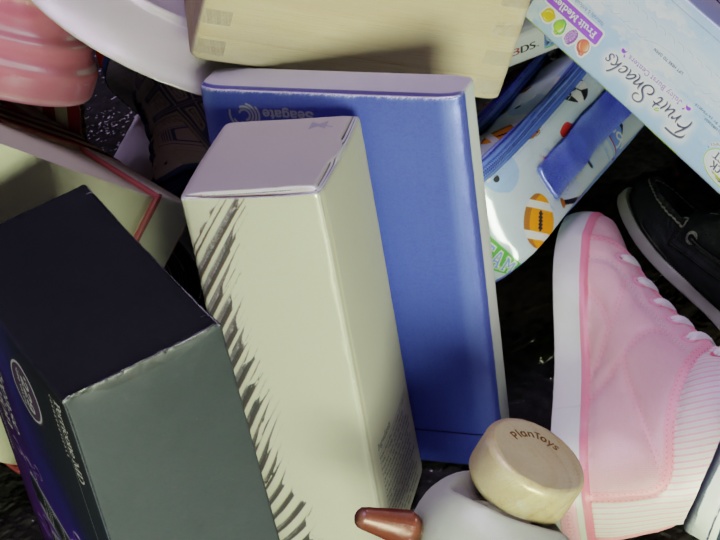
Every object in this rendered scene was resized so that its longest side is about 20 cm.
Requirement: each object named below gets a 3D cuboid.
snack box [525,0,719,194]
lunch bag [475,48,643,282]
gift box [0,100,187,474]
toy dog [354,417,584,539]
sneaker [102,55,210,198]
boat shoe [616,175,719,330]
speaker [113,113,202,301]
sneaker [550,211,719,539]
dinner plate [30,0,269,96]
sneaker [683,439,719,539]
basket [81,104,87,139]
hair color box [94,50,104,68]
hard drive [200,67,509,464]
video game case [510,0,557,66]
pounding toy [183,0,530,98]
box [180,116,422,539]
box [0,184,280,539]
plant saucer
[{"bbox_3d":[0.201,-0.090,1.126,0.169,0.068,0.200,47,21,30],"label":"snack box"},{"bbox_3d":[0.069,-0.057,1.187,0.160,0.076,0.200,-24,17,44],"label":"lunch bag"},{"bbox_3d":[-0.217,-0.021,1.136,0.200,0.187,0.185,37,99,33],"label":"gift box"},{"bbox_3d":[0.063,0.149,0.933,0.096,0.132,0.200,3,21,-33],"label":"toy dog"},{"bbox_3d":[-0.092,-0.073,1.197,0.088,0.075,0.200,-47,44,-13],"label":"sneaker"},{"bbox_3d":[0.198,0.000,1.112,0.066,0.074,0.199,-54,35,18],"label":"boat shoe"},{"bbox_3d":[-0.103,-0.059,1.297,0.081,0.081,0.200,0,38,17],"label":"speaker"},{"bbox_3d":[0.146,0.047,1.083,0.104,0.075,0.200,-6,42,12],"label":"sneaker"},{"bbox_3d":[-0.091,-0.150,1.146,0.200,0.024,0.200,19,30,-12],"label":"dinner plate"},{"bbox_3d":[0.225,0.100,0.921,0.146,0.077,0.202,28,15,24],"label":"sneaker"},{"bbox_3d":[-0.231,-0.144,1.344,0.142,0.200,0.149,2,38,24],"label":"basket"},{"bbox_3d":[-0.049,-0.146,1.280,0.200,0.064,0.111,19,47,31],"label":"hair color box"},{"bbox_3d":[0.000,0.000,1.082,0.132,0.200,0.025,4,30,22],"label":"hard drive"},{"bbox_3d":[0.078,-0.186,1.238,0.182,0.022,0.200,-23,43,-22],"label":"video game case"},{"bbox_3d":[0.020,-0.200,1.111,0.200,0.142,0.184,6,37,-14],"label":"pounding toy"},{"bbox_3d":[-0.024,0.034,1.039,0.068,0.200,0.082,-2,27,16],"label":"box"},{"bbox_3d":[-0.102,0.085,0.989,0.079,0.200,0.141,-28,38,-20],"label":"box"},{"bbox_3d":[-0.224,-0.142,1.132,0.200,0.051,0.201,21,13,-5],"label":"plant saucer"}]
